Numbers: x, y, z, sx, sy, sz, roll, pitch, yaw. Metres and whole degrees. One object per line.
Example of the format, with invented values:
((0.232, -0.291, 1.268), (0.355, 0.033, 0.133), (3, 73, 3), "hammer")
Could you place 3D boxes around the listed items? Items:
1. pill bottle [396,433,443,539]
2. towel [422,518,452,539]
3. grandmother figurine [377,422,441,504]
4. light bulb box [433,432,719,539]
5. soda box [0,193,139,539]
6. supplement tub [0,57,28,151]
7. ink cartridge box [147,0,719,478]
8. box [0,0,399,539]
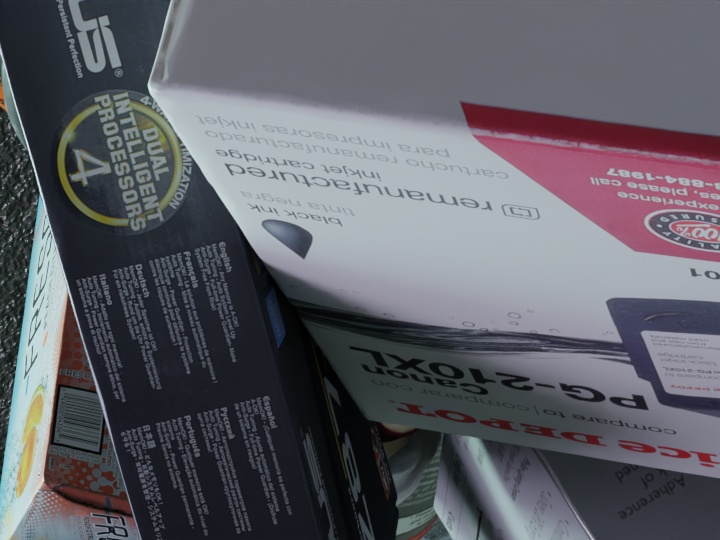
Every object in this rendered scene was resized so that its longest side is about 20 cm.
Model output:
((0.010, 0.003, 1.000), (0.116, 0.115, 0.200), (56, 138, 26), "pill bottle")
((0.030, 0.075, 1.182), (0.200, 0.165, 0.086), (55, 165, 33), "towel")
((0.000, 0.000, 0.867), (0.201, 0.060, 0.122), (95, 177, -46), "grandmother figurine")
((0.123, 0.097, 0.841), (0.201, 0.124, 0.198), (58, 170, 15), "light bulb box")
((-0.071, 0.005, 0.948), (0.068, 0.063, 0.201), (125, 155, -52), "soda box")
((-0.060, -0.071, 1.190), (0.200, 0.123, 0.123), (30, 154, 35), "supplement tub")
((0.055, -0.025, 0.654), (0.144, 0.085, 0.200), (9, 161, 17), "ink cartridge box")
((-0.040, -0.006, 0.728), (0.161, 0.049, 0.201), (-65, -39, -78), "box")
